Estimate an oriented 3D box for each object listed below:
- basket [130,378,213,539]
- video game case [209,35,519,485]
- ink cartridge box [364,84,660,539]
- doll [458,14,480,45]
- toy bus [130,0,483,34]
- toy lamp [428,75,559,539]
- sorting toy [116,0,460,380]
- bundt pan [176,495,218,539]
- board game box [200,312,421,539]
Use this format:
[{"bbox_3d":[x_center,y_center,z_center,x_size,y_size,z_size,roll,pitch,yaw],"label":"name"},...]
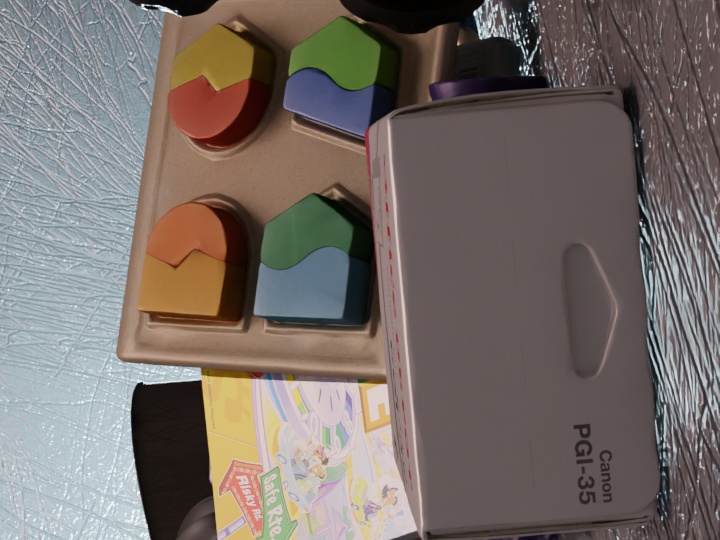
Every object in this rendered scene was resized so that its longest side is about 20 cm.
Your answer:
[{"bbox_3d":[-0.019,0.133,1.264,0.136,0.198,0.182,-48,-56,-80],"label":"basket"},{"bbox_3d":[0.000,0.000,1.010,0.024,0.181,0.202,15,-109,-48],"label":"video game case"},{"bbox_3d":[0.049,0.010,0.766,0.200,0.082,0.148,-126,31,-88],"label":"ink cartridge box"},{"bbox_3d":[0.040,-0.186,1.157,0.200,0.048,0.138,40,-143,-83],"label":"doll"},{"bbox_3d":[-0.018,-0.196,0.715,0.136,0.198,0.194,92,180,-73],"label":"toy bus"},{"bbox_3d":[0.062,0.019,0.895,0.058,0.058,0.202,-122,29,-87],"label":"toy lamp"},{"bbox_3d":[-0.041,-0.046,0.970,0.036,0.199,0.187,16,-101,-47],"label":"sorting toy"},{"bbox_3d":[-0.011,0.162,1.083,0.202,0.200,0.076,-100,15,-74],"label":"bundt pan"},{"bbox_3d":[-0.017,0.039,0.975,0.034,0.134,0.201,16,-121,-48],"label":"board game box"}]
